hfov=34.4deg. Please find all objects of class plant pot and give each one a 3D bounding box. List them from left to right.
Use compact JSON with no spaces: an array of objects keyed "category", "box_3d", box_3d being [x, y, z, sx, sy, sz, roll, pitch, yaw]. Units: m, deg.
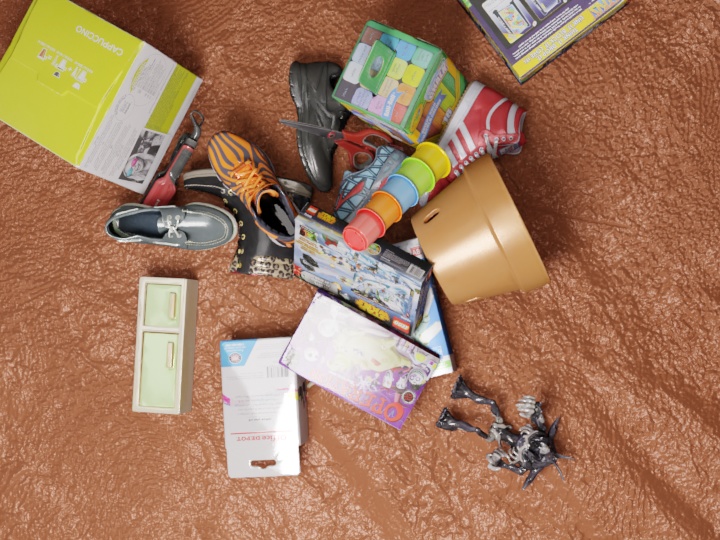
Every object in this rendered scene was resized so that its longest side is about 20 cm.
[{"category":"plant pot","box_3d":[0.161,-0.043,1.622,0.139,0.200,0.201,-27,84,8]}]

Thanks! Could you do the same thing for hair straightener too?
[{"category":"hair straightener","box_3d":[-0.285,-0.159,1.749,0.041,0.077,0.201,22,115,-16]}]

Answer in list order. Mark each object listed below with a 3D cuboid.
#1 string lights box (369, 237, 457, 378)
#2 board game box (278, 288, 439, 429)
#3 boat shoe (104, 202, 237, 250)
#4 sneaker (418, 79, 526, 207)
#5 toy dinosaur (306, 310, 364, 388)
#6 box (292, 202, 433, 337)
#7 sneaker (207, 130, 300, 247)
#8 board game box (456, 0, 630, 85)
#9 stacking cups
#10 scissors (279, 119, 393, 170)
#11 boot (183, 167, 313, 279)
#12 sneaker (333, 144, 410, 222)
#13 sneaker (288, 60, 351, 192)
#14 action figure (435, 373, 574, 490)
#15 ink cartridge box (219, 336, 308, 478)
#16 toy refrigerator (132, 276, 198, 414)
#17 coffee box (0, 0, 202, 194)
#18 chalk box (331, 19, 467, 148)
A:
[{"category":"string lights box","box_3d":[0.067,0.062,1.701,0.102,0.059,0.201,-15,86,10]},{"category":"board game box","box_3d":[-0.002,0.126,1.647,0.199,0.032,0.121,28,102,-4]},{"category":"boat shoe","box_3d":[-0.280,-0.061,1.703,0.199,0.062,0.073,5,108,15]},{"category":"sneaker","box_3d":[0.168,-0.166,1.689,0.112,0.071,0.201,27,90,12]},{"category":"toy dinosaur","box_3d":[-0.030,0.087,1.707,0.047,0.088,0.201,17,92,-20]},{"category":"box","box_3d":[0.000,0.000,1.621,0.199,0.137,0.040,27,57,13]},{"category":"sneaker","box_3d":[-0.145,-0.122,1.648,0.078,0.112,0.200,-41,89,-2]},{"category":"board game box","box_3d":[0.264,-0.397,1.692,0.200,0.057,0.166,-36,85,5]},{"category":"stacking cups","box_3d":[0.045,-0.097,1.589,0.060,0.061,0.200,39,58,8]},{"category":"scissors","box_3d":[-0.030,-0.199,1.674,0.073,0.200,0.014,-40,50,21]},{"category":"boot","box_3d":[-0.176,-0.071,1.739,0.198,0.073,0.152,8,89,3]},{"category":"sneaker","box_3d":[0.001,-0.101,1.718,0.200,0.079,0.096,-45,64,6]},{"category":"sneaker","box_3d":[-0.053,-0.217,1.725,0.090,0.076,0.202,-7,88,3]},{"category":"action figure","box_3d":[0.210,0.233,1.654,0.199,0.102,0.119,26,80,10]},{"category":"ink cartridge box","box_3d":[-0.140,0.200,1.722,0.114,0.068,0.202,-4,87,9]},{"category":"toy refrigerator","box_3d":[-0.293,0.112,1.748,0.075,0.070,0.202,3,88,9]},{"category":"coffee box","box_3d":[-0.389,-0.260,1.698,0.199,0.198,0.201,30,93,18]},{"category":"chalk box","box_3d":[0.052,-0.261,1.635,0.123,0.200,0.125,27,92,20]}]
